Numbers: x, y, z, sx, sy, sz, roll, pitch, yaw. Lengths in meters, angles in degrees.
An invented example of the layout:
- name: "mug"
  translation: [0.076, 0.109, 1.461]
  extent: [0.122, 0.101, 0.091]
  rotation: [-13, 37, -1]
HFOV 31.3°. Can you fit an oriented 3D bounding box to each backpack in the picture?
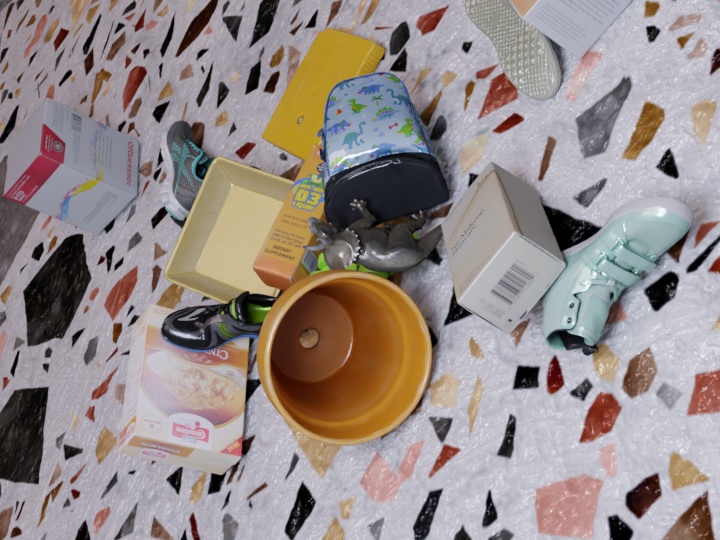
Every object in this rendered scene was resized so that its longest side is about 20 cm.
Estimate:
- name: "backpack"
  translation: [0.020, -0.161, 1.659]
  extent: [0.163, 0.154, 0.200]
  rotation: [-14, 28, 10]

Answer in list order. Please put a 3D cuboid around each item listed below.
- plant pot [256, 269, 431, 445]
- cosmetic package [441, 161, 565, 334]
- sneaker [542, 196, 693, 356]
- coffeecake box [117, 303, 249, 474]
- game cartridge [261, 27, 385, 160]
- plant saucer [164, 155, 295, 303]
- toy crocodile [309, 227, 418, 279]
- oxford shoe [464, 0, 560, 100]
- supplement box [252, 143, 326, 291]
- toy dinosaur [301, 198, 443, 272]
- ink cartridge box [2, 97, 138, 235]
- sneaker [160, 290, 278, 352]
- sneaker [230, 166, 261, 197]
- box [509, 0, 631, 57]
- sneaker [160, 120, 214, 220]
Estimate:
- name: "plant pot"
  translation: [-0.038, 0.093, 1.547]
  extent: [0.200, 0.200, 0.183]
  rotation: [-66, 18, -3]
- name: "cosmetic package"
  translation: [0.152, -0.029, 1.404]
  extent: [0.104, 0.073, 0.200]
  rotation: [-53, 18, 19]
- name: "sneaker"
  translation: [0.257, 0.013, 1.286]
  extent: [0.200, 0.074, 0.118]
  rotation: [-39, 34, 47]
- name: "coffeecake box"
  translation: [-0.241, 0.164, 1.772]
  extent: [0.073, 0.153, 0.200]
  rotation: [-45, 36, 49]
- name: "game cartridge"
  translation: [-0.057, -0.263, 1.929]
  extent: [0.200, 0.032, 0.176]
  rotation: [-60, 34, 2]
- name: "plant saucer"
  translation: [-0.163, -0.045, 1.859]
  extent: [0.200, 0.048, 0.200]
  rotation: [20, 85, 30]
- name: "toy crocodile"
  translation: [0.000, 0.000, 1.660]
  extent: [0.200, 0.062, 0.068]
  rotation: [-26, 49, 36]
- name: "oxford shoe"
  translation: [0.197, -0.285, 1.581]
  extent: [0.075, 0.058, 0.200]
  rotation: [-53, 48, 28]
- name: "supplement box"
  translation: [-0.071, -0.070, 1.748]
  extent: [0.066, 0.069, 0.200]
  rotation: [16, 69, 24]
- name: "toy dinosaur"
  translation: [0.029, -0.030, 1.554]
  extent: [0.077, 0.200, 0.102]
  rotation: [105, 174, -45]
- name: "ink cartridge box"
  translation: [-0.525, -0.187, 2.348]
  extent: [0.145, 0.200, 0.146]
  rotation: [-39, 40, 35]
- name: "sneaker"
  translation: [-0.174, 0.061, 1.741]
  extent: [0.199, 0.083, 0.071]
  rotation: [-6, 55, 5]
- name: "sneaker"
  translation: [-0.186, -0.058, 1.939]
  extent: [0.078, 0.066, 0.200]
  rotation: [34, 97, 47]
- name: "box"
  translation: [0.262, -0.383, 1.511]
  extent: [0.200, 0.106, 0.152]
  rotation: [-50, 36, 20]
- name: "sneaker"
  translation: [-0.279, -0.177, 2.144]
  extent: [0.091, 0.078, 0.200]
  rotation: [-25, 52, 22]
